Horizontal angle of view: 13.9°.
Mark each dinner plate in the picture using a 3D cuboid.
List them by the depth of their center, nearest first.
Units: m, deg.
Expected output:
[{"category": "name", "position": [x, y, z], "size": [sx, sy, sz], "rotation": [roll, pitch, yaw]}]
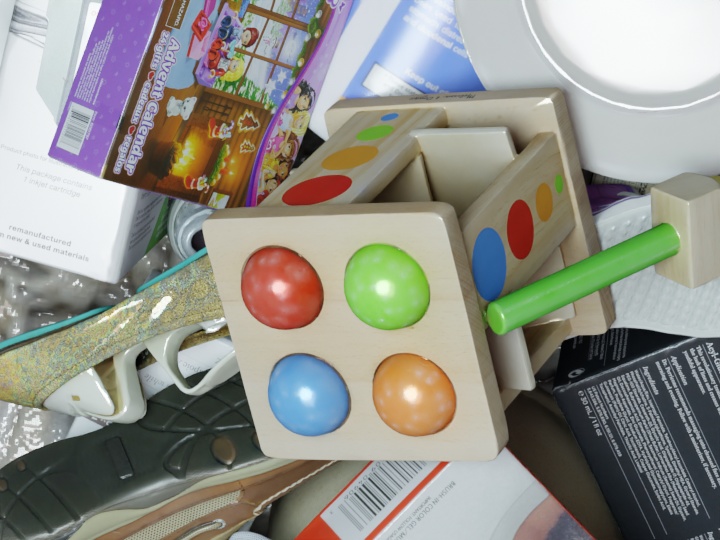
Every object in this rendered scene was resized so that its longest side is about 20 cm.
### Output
[{"category": "dinner plate", "position": [0.141, -0.141, 1.396], "size": [0.200, 0.024, 0.201], "rotation": [0, 93, 10]}]

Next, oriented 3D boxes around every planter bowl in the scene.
[{"category": "planter bowl", "position": [0.043, 0.161, 1.533], "size": [0.200, 0.135, 0.201], "rotation": [1, 101, 6]}]

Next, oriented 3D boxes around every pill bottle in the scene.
[{"category": "pill bottle", "position": [0.050, -0.148, 1.482], "size": [0.112, 0.112, 0.200], "rotation": [32, 102, -2]}]

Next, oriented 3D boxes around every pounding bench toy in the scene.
[{"category": "pounding bench toy", "position": [0.053, 0.004, 1.352], "size": [0.200, 0.156, 0.125], "rotation": [-1, 115, 29]}]

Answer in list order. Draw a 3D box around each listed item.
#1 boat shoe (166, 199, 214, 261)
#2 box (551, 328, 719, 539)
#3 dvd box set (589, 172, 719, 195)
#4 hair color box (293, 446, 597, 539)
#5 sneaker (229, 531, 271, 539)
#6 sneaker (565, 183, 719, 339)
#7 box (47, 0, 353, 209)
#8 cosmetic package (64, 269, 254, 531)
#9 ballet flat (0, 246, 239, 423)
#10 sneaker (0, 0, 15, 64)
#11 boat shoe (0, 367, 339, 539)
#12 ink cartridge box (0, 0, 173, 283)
[{"category": "boat shoe", "position": [0.000, -0.002, 1.530], "size": [0.201, 0.065, 0.075], "rotation": [15, 102, -11]}, {"category": "box", "position": [0.204, 0.106, 1.517], "size": [0.141, 0.079, 0.200], "rotation": [-21, 108, 18]}, {"category": "dvd box set", "position": [0.218, -0.035, 1.530], "size": [0.199, 0.029, 0.147], "rotation": [13, 102, 3]}, {"category": "hair color box", "position": [0.073, 0.166, 1.420], "size": [0.111, 0.064, 0.200], "rotation": [-46, 115, -2]}, {"category": "sneaker", "position": [-0.076, 0.197, 1.483], "size": [0.200, 0.075, 0.115], "rotation": [-13, 101, 38]}, {"category": "sneaker", "position": [0.150, -0.018, 1.458], "size": [0.200, 0.114, 0.073], "rotation": [-5, 110, 32]}, {"category": "box", "position": [-0.060, -0.130, 1.404], "size": [0.039, 0.137, 0.200], "rotation": [23, 96, 34]}, {"category": "cosmetic package", "position": [-0.109, 0.115, 1.564], "size": [0.113, 0.081, 0.200], "rotation": [25, 101, -2]}, {"category": "ballet flat", "position": [-0.106, 0.038, 1.463], "size": [0.200, 0.071, 0.071], "rotation": [-25, 98, 18]}, {"category": "sneaker", "position": [-0.226, -0.142, 1.532], "size": [0.115, 0.074, 0.201], "rotation": [3, 93, 7]}, {"category": "boat shoe", "position": [-0.091, 0.108, 1.492], "size": [0.200, 0.076, 0.074], "rotation": [-19, 133, -1]}, {"category": "ink cartridge box", "position": [-0.124, -0.110, 1.487], "size": [0.084, 0.146, 0.200], "rotation": [16, 102, 4]}]
